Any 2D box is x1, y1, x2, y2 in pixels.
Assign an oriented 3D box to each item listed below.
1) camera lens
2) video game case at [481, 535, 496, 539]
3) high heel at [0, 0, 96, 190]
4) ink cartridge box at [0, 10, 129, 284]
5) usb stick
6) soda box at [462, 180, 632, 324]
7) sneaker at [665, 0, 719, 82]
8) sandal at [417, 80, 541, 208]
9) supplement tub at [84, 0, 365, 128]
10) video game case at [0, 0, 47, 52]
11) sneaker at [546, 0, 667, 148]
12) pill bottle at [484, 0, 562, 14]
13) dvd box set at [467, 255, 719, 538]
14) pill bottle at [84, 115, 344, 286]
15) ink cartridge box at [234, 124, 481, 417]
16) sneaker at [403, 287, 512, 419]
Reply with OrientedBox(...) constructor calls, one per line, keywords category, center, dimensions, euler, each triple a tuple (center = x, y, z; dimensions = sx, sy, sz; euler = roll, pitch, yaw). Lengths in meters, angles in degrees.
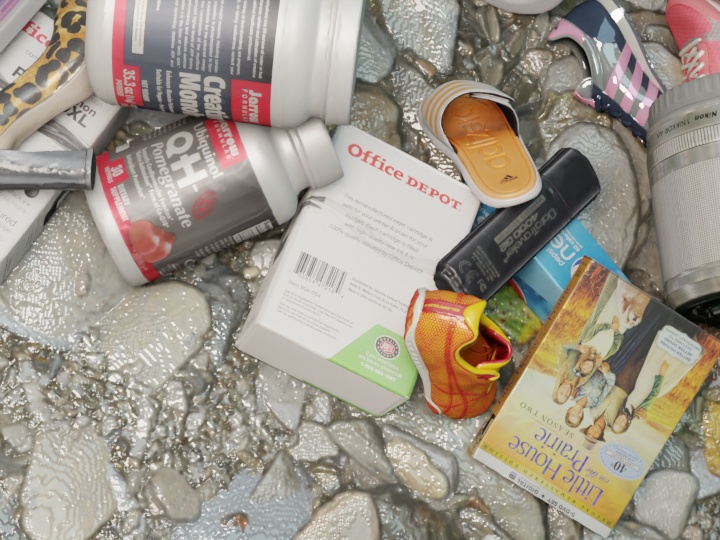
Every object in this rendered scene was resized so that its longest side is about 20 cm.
OrientedBox(category="camera lens", center=(0.339, -0.058, 1.255), dimensions=(0.158, 0.160, 0.203), euler=(0, 75, -18))
OrientedBox(category="video game case", center=(0.110, 0.343, 1.170), dimensions=(0.143, 0.018, 0.201), euler=(37, 65, -3))
OrientedBox(category="high heel", center=(-0.274, -0.152, 1.105), dimensions=(0.140, 0.072, 0.203), euler=(0, 64, -4))
OrientedBox(category="ink cartridge box", center=(-0.296, -0.111, 1.160), dimensions=(0.144, 0.083, 0.201), euler=(34, 65, -4))
OrientedBox(category="usb stick", center=(0.138, -0.037, 1.227), dimensions=(0.200, 0.032, 0.056), euler=(-41, 101, -30))
OrientedBox(category="soda box", center=(0.170, -0.012, 1.290), dimensions=(0.064, 0.068, 0.201), euler=(-38, 87, -25))
OrientedBox(category="sneaker", center=(0.351, -0.187, 1.407), dimensions=(0.086, 0.074, 0.202), euler=(-26, 82, -22))
OrientedBox(category="sandal", center=(0.108, -0.129, 1.253), dimensions=(0.078, 0.060, 0.207), euler=(-17, 35, -8))
OrientedBox(category="supplement tub", center=(-0.098, -0.184, 1.067), dimensions=(0.197, 0.141, 0.142), euler=(8, 69, 0))
OrientedBox(category="video game case", center=(-0.351, -0.223, 1.156), dimensions=(0.198, 0.018, 0.144), euler=(20, 62, 28))
OrientedBox(category="sneaker", center=(0.253, -0.167, 1.382), dimensions=(0.081, 0.070, 0.202), euler=(-28, 83, -1))
OrientedBox(category="pill bottle", center=(0.174, -0.362, 1.385), dimensions=(0.112, 0.113, 0.202), euler=(24, 67, -9))
OrientedBox(category="dvd box set", center=(0.204, 0.110, 1.231), dimensions=(0.145, 0.029, 0.201), euler=(32, 94, -6))
OrientedBox(category="pill bottle", center=(-0.118, -0.075, 1.158), dimensions=(0.198, 0.111, 0.112), euler=(-24, 79, 0))
OrientedBox(category="ink cartridge box", center=(0.000, 0.000, 1.221), dimensions=(0.144, 0.084, 0.202), euler=(26, 66, -9))
OrientedBox(category="sneaker", center=(0.090, 0.080, 1.169), dimensions=(0.076, 0.200, 0.074), euler=(11, 71, 20))
